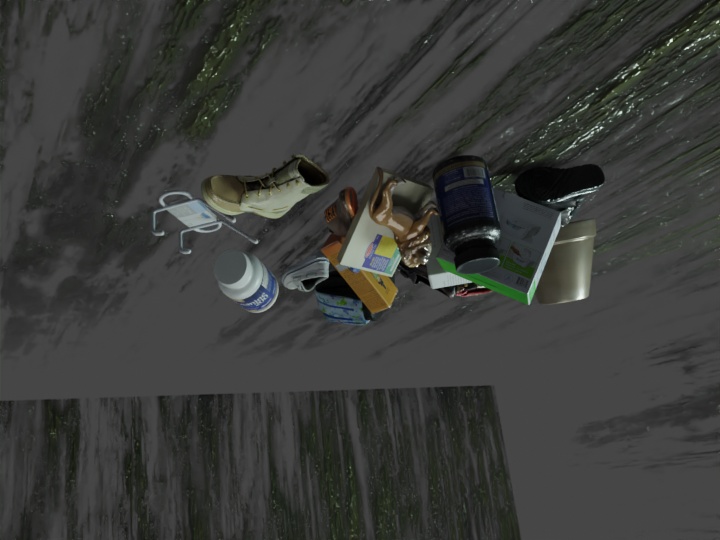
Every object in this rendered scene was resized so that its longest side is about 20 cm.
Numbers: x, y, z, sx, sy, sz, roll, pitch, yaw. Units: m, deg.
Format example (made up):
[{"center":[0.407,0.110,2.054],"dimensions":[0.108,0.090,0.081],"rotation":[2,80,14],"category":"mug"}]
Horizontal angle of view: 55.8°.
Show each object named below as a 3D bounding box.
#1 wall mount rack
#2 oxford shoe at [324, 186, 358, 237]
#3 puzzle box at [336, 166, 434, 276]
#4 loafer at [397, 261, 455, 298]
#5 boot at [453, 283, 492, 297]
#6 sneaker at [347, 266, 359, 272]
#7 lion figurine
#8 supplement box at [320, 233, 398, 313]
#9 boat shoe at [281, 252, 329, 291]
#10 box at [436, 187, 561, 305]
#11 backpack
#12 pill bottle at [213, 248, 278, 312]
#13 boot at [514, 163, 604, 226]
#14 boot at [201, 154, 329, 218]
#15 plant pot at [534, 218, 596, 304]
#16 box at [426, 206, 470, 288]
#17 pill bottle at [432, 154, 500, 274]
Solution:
[{"center":[-0.300,-0.090,1.318],"dimensions":[0.169,0.077,0.200],"rotation":[-11,161,10],"category":"wall mount rack"},{"center":[-0.039,-0.110,1.376],"dimensions":[0.071,0.073,0.201],"rotation":[-3,162,0],"category":"oxford shoe"},{"center":[0.047,-0.090,1.326],"dimensions":[0.130,0.026,0.204],"rotation":[13,113,-32],"category":"puzzle box"},{"center":[0.154,0.013,1.687],"dimensions":[0.196,0.065,0.072],"rotation":[17,172,25],"category":"loafer"},{"center":[0.223,-0.019,1.609],"dimensions":[0.194,0.155,0.073],"rotation":[0,161,-20],"category":"boot"},{"center":[0.047,-0.060,1.409],"dimensions":[0.200,0.089,0.079],"rotation":[-47,-175,27],"category":"sneaker"},{"center":[0.072,-0.097,1.285],"dimensions":[0.198,0.073,0.123],"rotation":[35,110,-23],"category":"lion figurine"},{"center":[0.000,0.000,1.536],"dimensions":[0.068,0.067,0.201],"rotation":[-25,113,40],"category":"supplement box"},{"center":[-0.142,0.020,1.705],"dimensions":[0.072,0.069,0.199],"rotation":[4,158,-30],"category":"boat shoe"},{"center":[0.278,-0.059,1.361],"dimensions":[0.196,0.180,0.097],"rotation":[21,171,21],"category":"box"},{"center":[-0.024,0.064,1.733],"dimensions":[0.195,0.164,0.157],"rotation":[13,130,20],"category":"backpack"},{"center":[-0.270,0.022,1.593],"dimensions":[0.108,0.114,0.200],"rotation":[-10,161,8],"category":"pill bottle"},{"center":[0.394,-0.147,1.427],"dimensions":[0.194,0.078,0.169],"rotation":[-10,158,-12],"category":"boot"},{"center":[-0.166,-0.153,1.199],"dimensions":[0.153,0.074,0.197],"rotation":[-23,161,38],"category":"boot"},{"center":[0.464,-0.018,1.598],"dimensions":[0.194,0.179,0.200],"rotation":[-10,-179,0],"category":"plant pot"},{"center":[0.236,-0.062,1.491],"dimensions":[0.194,0.157,0.107],"rotation":[-9,162,8],"category":"box"},{"center":[0.204,-0.103,1.283],"dimensions":[0.108,0.206,0.112],"rotation":[-7,161,-2],"category":"pill bottle"}]
